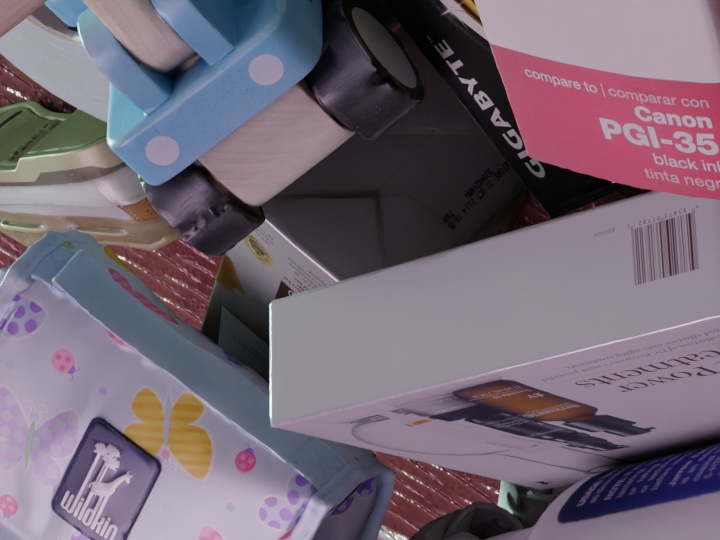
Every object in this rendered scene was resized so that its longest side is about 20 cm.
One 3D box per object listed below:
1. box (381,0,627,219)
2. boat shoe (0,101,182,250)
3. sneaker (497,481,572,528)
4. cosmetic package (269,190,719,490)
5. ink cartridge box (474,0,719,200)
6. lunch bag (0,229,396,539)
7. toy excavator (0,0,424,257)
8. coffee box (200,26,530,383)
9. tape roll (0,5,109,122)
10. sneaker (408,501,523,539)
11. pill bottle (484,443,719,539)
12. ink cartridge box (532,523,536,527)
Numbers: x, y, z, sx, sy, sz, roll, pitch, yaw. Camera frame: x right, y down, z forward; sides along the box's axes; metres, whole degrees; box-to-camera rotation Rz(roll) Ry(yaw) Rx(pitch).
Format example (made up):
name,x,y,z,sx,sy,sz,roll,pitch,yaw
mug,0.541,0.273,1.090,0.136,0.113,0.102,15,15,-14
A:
name,x,y,z,sx,sy,sz,roll,pitch,yaw
box,0.056,-0.123,0.869,0.200,0.049,0.160,52,151,-8
boat shoe,-0.157,-0.040,1.299,0.200,0.075,0.068,3,128,53
sneaker,0.091,0.088,1.124,0.075,0.081,0.200,29,150,33
cosmetic package,0.090,0.028,0.910,0.200,0.052,0.151,-16,159,41
ink cartridge box,0.085,-0.141,0.692,0.083,0.147,0.200,16,144,35
lunch bag,-0.086,0.090,1.075,0.170,0.127,0.200,36,148,11
toy excavator,-0.077,-0.096,0.893,0.100,0.195,0.200,-36,118,21
coffee box,0.000,0.000,1.081,0.080,0.114,0.200,39,154,8
tape roll,-0.119,-0.154,1.077,0.200,0.066,0.200,35,154,20
sneaker,0.043,0.149,1.113,0.075,0.100,0.200,38,180,9
pill bottle,0.125,0.124,0.938,0.200,0.120,0.120,-18,116,46
ink cartridge box,0.156,0.155,1.025,0.162,0.050,0.200,-42,50,36
